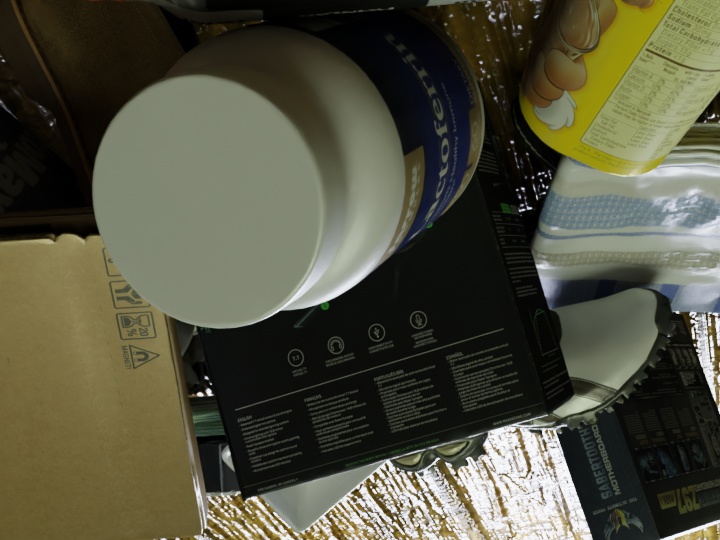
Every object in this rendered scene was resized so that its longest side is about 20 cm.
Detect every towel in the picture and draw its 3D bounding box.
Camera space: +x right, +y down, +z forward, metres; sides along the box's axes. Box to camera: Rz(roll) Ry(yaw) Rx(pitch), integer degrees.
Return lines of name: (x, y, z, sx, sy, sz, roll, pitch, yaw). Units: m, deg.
towel: (-0.107, 0.105, 0.966, 0.151, 0.024, 0.200, -4, 178, -4)
towel: (0.170, -0.022, 0.751, 0.146, 0.024, 0.200, 1, 154, -3)

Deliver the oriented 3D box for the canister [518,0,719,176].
canister: (0.143, -0.149, 0.558, 0.086, 0.149, 0.200, 23, 147, -2)

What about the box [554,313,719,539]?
box: (0.200, 0.110, 0.951, 0.051, 0.159, 0.199, -27, 164, 30)

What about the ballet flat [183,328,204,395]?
ballet flat: (-0.132, 0.033, 0.887, 0.063, 0.068, 0.200, -12, 157, -8)

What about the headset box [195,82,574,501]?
headset box: (0.000, 0.000, 0.730, 0.173, 0.201, 0.093, -19, 176, 17)

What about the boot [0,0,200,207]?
boot: (-0.099, -0.064, 0.648, 0.075, 0.074, 0.201, -22, 112, 10)

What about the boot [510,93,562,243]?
boot: (0.120, -0.034, 0.824, 0.153, 0.074, 0.203, -28, 143, 35)

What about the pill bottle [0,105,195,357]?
pill bottle: (-0.184, -0.008, 0.669, 0.200, 0.120, 0.119, 43, 128, -19)

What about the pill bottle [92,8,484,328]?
pill bottle: (-0.024, -0.049, 0.574, 0.115, 0.116, 0.200, -23, -173, 24)

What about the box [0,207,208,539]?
box: (-0.162, 0.058, 0.625, 0.162, 0.021, 0.201, -4, 131, -1)

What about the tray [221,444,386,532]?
tray: (0.009, 0.075, 0.862, 0.200, 0.022, 0.108, -40, 133, -4)

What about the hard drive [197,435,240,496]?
hard drive: (-0.109, 0.133, 0.961, 0.199, 0.038, 0.139, -7, 175, 44)

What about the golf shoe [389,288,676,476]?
golf shoe: (0.084, 0.050, 0.795, 0.199, 0.078, 0.095, -27, 119, 18)

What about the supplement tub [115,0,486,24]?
supplement tub: (-0.012, -0.161, 0.521, 0.198, 0.123, 0.123, -6, 150, -3)
